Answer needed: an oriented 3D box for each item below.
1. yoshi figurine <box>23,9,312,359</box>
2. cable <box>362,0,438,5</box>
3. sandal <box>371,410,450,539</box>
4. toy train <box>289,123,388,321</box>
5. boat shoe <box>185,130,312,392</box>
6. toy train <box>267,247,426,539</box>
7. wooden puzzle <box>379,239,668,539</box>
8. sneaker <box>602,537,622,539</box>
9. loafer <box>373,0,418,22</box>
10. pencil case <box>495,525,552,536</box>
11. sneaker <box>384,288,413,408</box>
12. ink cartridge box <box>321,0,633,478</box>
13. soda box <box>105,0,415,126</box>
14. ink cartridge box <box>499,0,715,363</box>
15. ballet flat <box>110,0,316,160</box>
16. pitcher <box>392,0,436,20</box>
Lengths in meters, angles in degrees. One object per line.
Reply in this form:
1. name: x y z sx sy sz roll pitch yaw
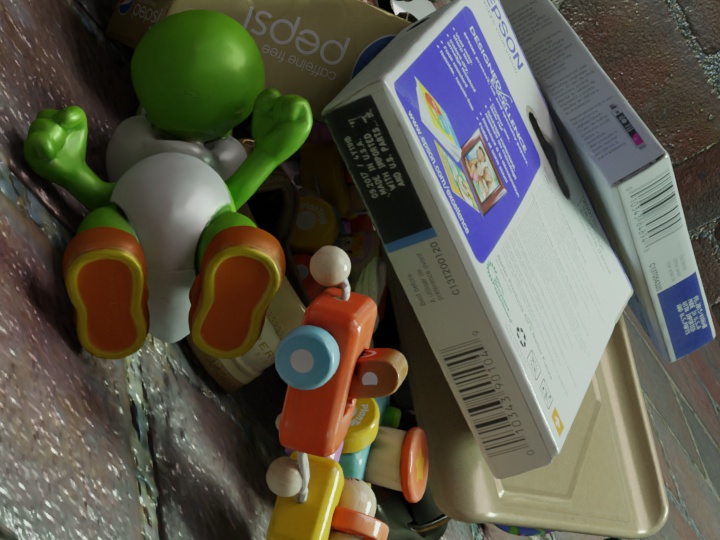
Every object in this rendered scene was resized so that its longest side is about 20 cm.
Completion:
1. yoshi figurine: -0.079 -0.051 0.821 0.112 0.112 0.200 46 18 -25
2. cable: -0.033 -0.197 1.102 0.200 0.097 0.050 40 -3 41
3. sandal: 0.027 0.106 1.012 0.082 0.054 0.200 65 11 11
4. toy train: 0.000 0.000 1.039 0.200 0.055 0.151 -79 160 -65
5. boat shoe: -0.060 -0.029 0.937 0.071 0.064 0.200 47 20 -47
6. toy train: 0.002 0.062 0.821 0.200 0.055 0.151 -31 135 -78
7. wooden puzzle: 0.084 0.052 1.004 0.200 0.037 0.185 13 60 -50
8. sneaker: 0.112 0.196 1.013 0.084 0.121 0.200 66 14 16
9. loafer: 0.017 -0.122 1.111 0.200 0.070 0.075 65 7 8
10. pencil case: 0.097 0.104 1.148 0.200 0.078 0.087 63 3 -63
11. sneaker: 0.035 0.026 1.192 0.106 0.075 0.200 61 4 14
12. ink cartridge box: 0.065 -0.029 0.936 0.198 0.043 0.200 64 26 -13
13. soda box: -0.026 -0.115 0.978 0.200 0.068 0.064 19 5 -33
14. ink cartridge box: 0.134 -0.070 1.105 0.200 0.043 0.196 62 1 36
15. ballet flat: -0.064 -0.105 1.053 0.064 0.067 0.200 44 4 42
16. pitcher: -0.033 -0.154 1.214 0.200 0.121 0.172 49 35 -9
